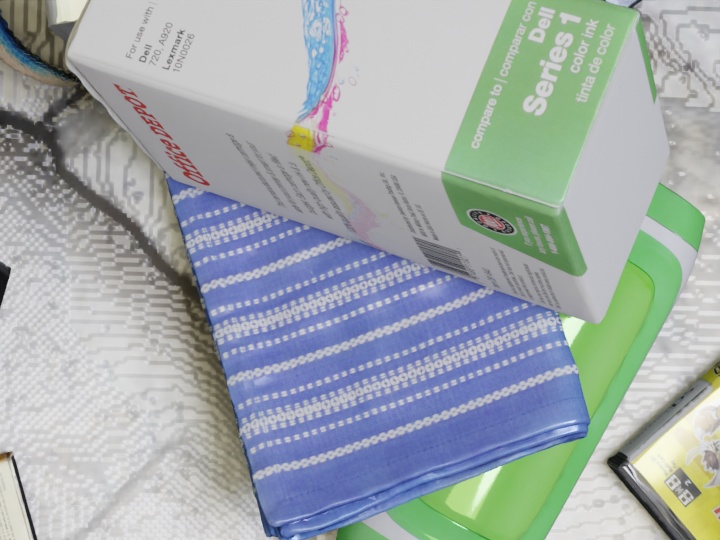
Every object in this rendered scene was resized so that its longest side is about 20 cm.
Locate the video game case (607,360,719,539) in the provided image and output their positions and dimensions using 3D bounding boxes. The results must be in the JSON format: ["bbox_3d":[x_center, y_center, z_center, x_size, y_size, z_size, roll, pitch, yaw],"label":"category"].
[{"bbox_3d":[0.242,0.102,1.000,0.181,0.026,0.200,-41,97,-4],"label":"video game case"}]

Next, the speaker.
[{"bbox_3d":[0.068,0.047,0.949,0.088,0.088,0.200,29,89,-7],"label":"speaker"}]

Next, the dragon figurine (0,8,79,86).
[{"bbox_3d":[-0.187,-0.162,0.925,0.200,0.059,0.100,32,89,-5],"label":"dragon figurine"}]

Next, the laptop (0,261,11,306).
[{"bbox_3d":[-0.253,0.006,0.875,0.103,0.177,0.200,-25,61,-41],"label":"laptop"}]

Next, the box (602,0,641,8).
[{"bbox_3d":[0.047,-0.164,0.880,0.051,0.200,0.158,-36,96,-9],"label":"box"}]

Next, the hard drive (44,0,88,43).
[{"bbox_3d":[-0.124,-0.196,0.893,0.026,0.132,0.201,-8,93,-4],"label":"hard drive"}]

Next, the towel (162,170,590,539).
[{"bbox_3d":[0.000,0.000,0.920,0.145,0.024,0.200,-20,73,9],"label":"towel"}]

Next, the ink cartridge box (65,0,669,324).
[{"bbox_3d":[0.007,-0.064,0.851,0.200,0.145,0.084,19,78,17],"label":"ink cartridge box"}]

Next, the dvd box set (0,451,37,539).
[{"bbox_3d":[-0.226,0.174,0.947,0.200,0.029,0.147,-16,94,-6],"label":"dvd box set"}]
